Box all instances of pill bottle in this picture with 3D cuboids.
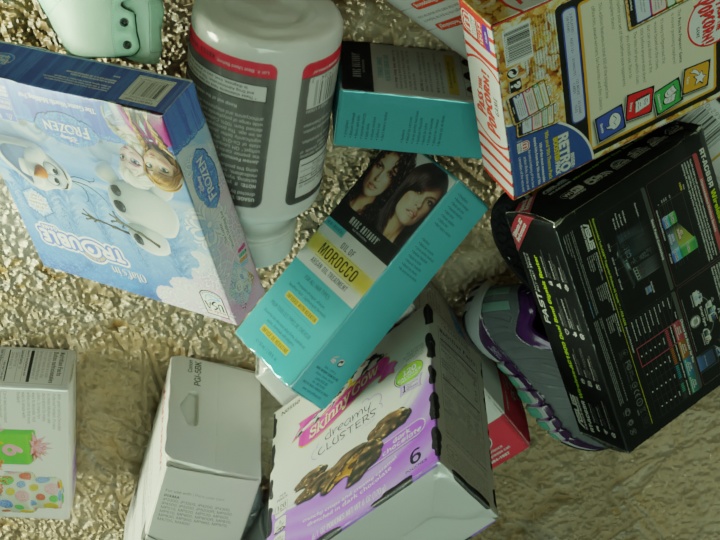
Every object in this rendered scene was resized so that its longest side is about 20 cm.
[{"bbox_3d":[-0.078,-0.105,1.208,0.110,0.111,0.201,6,125,-6],"label":"pill bottle"}]

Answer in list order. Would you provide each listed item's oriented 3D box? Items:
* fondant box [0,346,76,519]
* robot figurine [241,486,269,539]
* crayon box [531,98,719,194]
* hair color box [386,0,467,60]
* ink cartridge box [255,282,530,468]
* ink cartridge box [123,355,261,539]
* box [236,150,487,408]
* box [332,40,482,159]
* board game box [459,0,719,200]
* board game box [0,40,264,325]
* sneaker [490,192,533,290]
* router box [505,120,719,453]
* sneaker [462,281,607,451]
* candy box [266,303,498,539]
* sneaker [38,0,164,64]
[{"bbox_3d":[-0.344,0.136,1.391,0.198,0.058,0.145,4,123,-4],"label":"fondant box"},{"bbox_3d":[-0.052,0.262,1.452,0.169,0.113,0.201,35,121,10],"label":"robot figurine"},{"bbox_3d":[0.217,-0.065,1.284,0.125,0.052,0.200,38,114,-24],"label":"crayon box"},{"bbox_3d":[0.037,-0.231,1.131,0.199,0.101,0.062,34,73,-22],"label":"hair color box"},{"bbox_3d":[0.028,0.095,1.362,0.147,0.086,0.200,-30,118,17],"label":"ink cartridge box"},{"bbox_3d":[-0.145,0.197,1.385,0.082,0.147,0.201,12,123,-11],"label":"ink cartridge box"},{"bbox_3d":[0.000,0.000,1.246,0.200,0.082,0.049,-51,139,2],"label":"box"},{"bbox_3d":[0.079,-0.124,1.220,0.198,0.083,0.049,5,123,-5],"label":"box"},{"bbox_3d":[0.171,-0.156,1.118,0.199,0.046,0.152,-25,135,-14],"label":"board game box"},{"bbox_3d":[-0.182,-0.065,1.195,0.199,0.043,0.200,15,141,31],"label":"board game box"},{"bbox_3d":[0.177,-0.004,1.264,0.083,0.072,0.200,-47,120,-12],"label":"sneaker"},{"bbox_3d":[0.207,0.010,1.205,0.149,0.062,0.201,-31,115,-22],"label":"router box"},{"bbox_3d":[0.173,0.082,1.348,0.200,0.075,0.087,42,148,-25],"label":"sneaker"},{"bbox_3d":[0.013,0.144,1.223,0.167,0.201,0.072,-37,115,20],"label":"candy box"},{"bbox_3d":[-0.134,-0.212,1.141,0.199,0.074,0.119,-17,101,20],"label":"sneaker"}]
